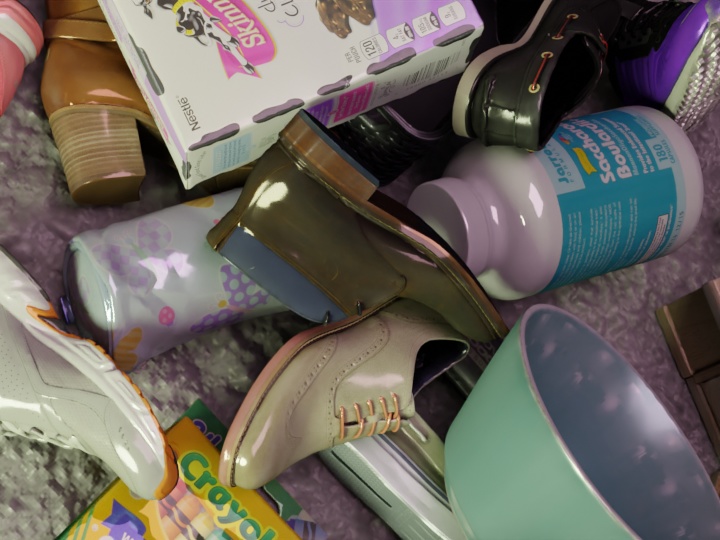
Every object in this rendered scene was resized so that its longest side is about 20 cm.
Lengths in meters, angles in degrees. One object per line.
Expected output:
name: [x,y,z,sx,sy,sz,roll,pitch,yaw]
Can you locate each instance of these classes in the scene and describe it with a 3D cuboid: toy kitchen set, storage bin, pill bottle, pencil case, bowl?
toy kitchen set: [0.245,0.108,1.079,0.180,0.163,0.201,-17,80,-28]
storage bin: [0.035,-0.174,1.120,0.135,0.094,0.200,43,62,-6]
pill bottle: [0.129,-0.044,1.099,0.199,0.111,0.111,-15,79,-33]
pencil case: [-0.084,-0.003,1.008,0.199,0.083,0.091,-19,88,-25]
bowl: [0.127,0.132,0.988,0.201,0.105,0.201,40,25,-23]

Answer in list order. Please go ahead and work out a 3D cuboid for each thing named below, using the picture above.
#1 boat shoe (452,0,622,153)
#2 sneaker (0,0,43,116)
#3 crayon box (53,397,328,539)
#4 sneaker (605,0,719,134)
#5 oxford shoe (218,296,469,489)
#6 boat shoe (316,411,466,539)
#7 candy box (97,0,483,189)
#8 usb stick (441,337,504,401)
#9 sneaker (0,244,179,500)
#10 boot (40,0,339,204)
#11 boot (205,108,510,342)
boat shoe: [0.133,-0.136,1.078,0.063,0.074,0.201,17,36,24]
sneaker: [-0.295,-0.149,0.974,0.199,0.074,0.087,21,69,-15]
crayon box: [-0.113,0.180,0.957,0.126,0.052,0.200,47,60,-4]
sneaker: [0.213,-0.158,1.144,0.069,0.200,0.100,-38,77,-13]
oxford shoe: [-0.007,0.073,0.983,0.074,0.071,0.200,30,48,23]
boat shoe: [0.057,0.151,1.033,0.200,0.072,0.062,46,62,-1]
candy box: [-0.052,-0.170,0.992,0.199,0.072,0.169,-25,79,-11]
usb stick: [0.070,0.051,1.094,0.200,0.033,0.055,48,54,-3]
sneaker: [-0.188,0.075,0.933,0.092,0.076,0.200,-42,65,-17]
boot: [-0.111,-0.125,1.057,0.199,0.077,0.156,-6,71,-18]
boot: [0.000,0.000,0.978,0.097,0.075,0.200,-45,114,5]
